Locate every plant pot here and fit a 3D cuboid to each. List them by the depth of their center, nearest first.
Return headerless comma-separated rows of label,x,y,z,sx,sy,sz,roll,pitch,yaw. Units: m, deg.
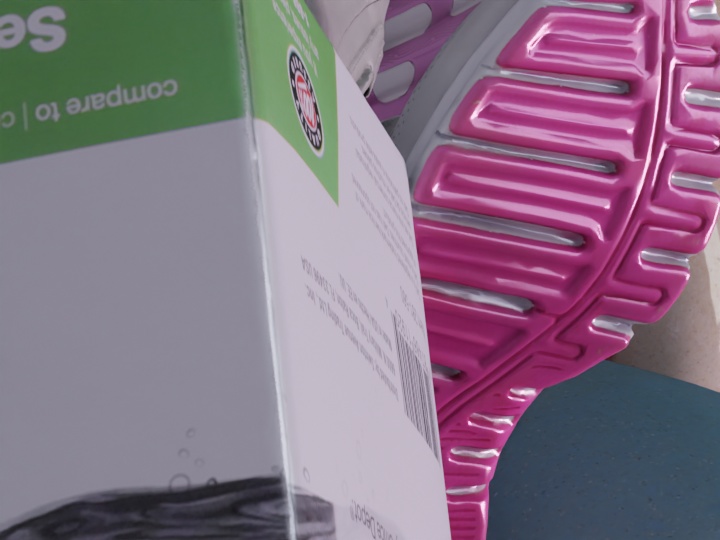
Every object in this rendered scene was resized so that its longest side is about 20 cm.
plant pot,0.064,0.104,0.754,0.135,0.200,0.200,57,-2,29

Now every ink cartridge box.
ink cartridge box,-0.033,0.055,0.482,0.146,0.084,0.201,54,28,-68

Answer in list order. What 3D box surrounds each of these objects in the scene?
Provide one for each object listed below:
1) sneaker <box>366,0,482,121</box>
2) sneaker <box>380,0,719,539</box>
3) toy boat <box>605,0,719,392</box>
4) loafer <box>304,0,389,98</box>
sneaker,0.007,-0.110,0.832,0.089,0.080,0.201,64,13,-62
sneaker,0.010,0.001,0.633,0.081,0.200,0.088,21,20,-34
toy boat,0.080,-0.029,0.868,0.130,0.131,0.201,-8,88,-48
loafer,-0.029,-0.058,0.682,0.200,0.070,0.070,-50,144,-75
